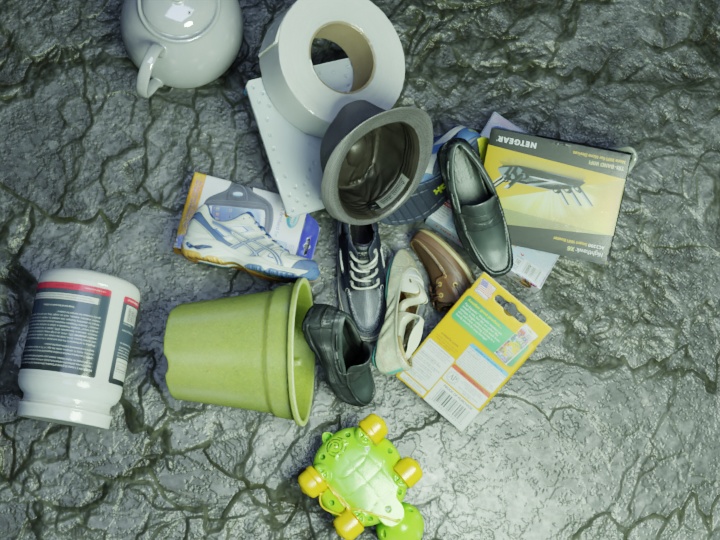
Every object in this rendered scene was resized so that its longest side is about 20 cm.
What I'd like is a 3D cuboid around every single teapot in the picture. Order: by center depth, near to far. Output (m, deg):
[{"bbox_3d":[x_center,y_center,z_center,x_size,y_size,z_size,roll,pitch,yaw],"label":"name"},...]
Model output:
[{"bbox_3d":[-0.265,-0.370,1.547,0.196,0.146,0.201,-22,82,-9],"label":"teapot"}]

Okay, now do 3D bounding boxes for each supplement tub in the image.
[{"bbox_3d":[-0.384,0.107,1.436,0.139,0.140,0.201,9,77,-3],"label":"supplement tub"}]

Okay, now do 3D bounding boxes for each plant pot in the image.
[{"bbox_3d":[-0.165,0.111,1.446,0.183,0.200,0.202,-1,78,6],"label":"plant pot"}]

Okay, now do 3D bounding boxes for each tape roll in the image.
[{"bbox_3d":[-0.040,-0.292,1.495,0.201,0.071,0.204,4,82,-27],"label":"tape roll"}]

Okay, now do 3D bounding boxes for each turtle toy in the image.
[{"bbox_3d":[0.012,0.301,1.453,0.146,0.101,0.200,-39,85,-10],"label":"turtle toy"}]

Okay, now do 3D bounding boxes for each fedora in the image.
[{"bbox_3d":[0.007,-0.160,1.434,0.176,0.201,0.090,-26,52,-19],"label":"fedora"}]

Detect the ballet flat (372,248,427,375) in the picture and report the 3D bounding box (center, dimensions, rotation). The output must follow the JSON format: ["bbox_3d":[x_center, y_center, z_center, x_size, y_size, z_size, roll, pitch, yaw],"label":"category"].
[{"bbox_3d":[0.068,0.059,1.510,0.062,0.067,0.201,-9,57,34],"label":"ballet flat"}]

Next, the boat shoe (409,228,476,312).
[{"bbox_3d":[0.134,0.029,1.538,0.067,0.072,0.200,-36,86,-13],"label":"boat shoe"}]

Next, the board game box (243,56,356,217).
[{"bbox_3d":[-0.053,-0.195,1.529,0.199,0.026,0.201,-19,91,-28],"label":"board game box"}]

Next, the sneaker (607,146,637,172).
[{"bbox_3d":[0.315,-0.131,1.539,0.199,0.089,0.074,-31,85,-8],"label":"sneaker"}]

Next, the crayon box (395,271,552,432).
[{"bbox_3d":[0.161,0.111,1.490,0.126,0.052,0.200,40,107,4],"label":"crayon box"}]

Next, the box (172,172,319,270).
[{"bbox_3d":[-0.162,-0.060,1.545,0.199,0.041,0.120,14,77,0],"label":"box"}]

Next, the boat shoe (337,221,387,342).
[{"bbox_3d":[0.000,0.000,1.519,0.074,0.093,0.201,-9,78,-5],"label":"boat shoe"}]

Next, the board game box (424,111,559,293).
[{"bbox_3d":[0.231,-0.103,1.590,0.199,0.041,0.200,33,77,2],"label":"board game box"}]

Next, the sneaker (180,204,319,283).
[{"bbox_3d":[-0.149,-0.039,1.485,0.199,0.075,0.089,15,78,-3],"label":"sneaker"}]

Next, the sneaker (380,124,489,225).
[{"bbox_3d":[0.098,-0.141,1.549,0.200,0.074,0.082,-34,48,-4],"label":"sneaker"}]

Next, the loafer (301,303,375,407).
[{"bbox_3d":[-0.016,0.123,1.448,0.070,0.201,0.068,6,51,30],"label":"loafer"}]

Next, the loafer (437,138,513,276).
[{"bbox_3d":[0.159,-0.084,1.448,0.068,0.070,0.201,-22,96,-2],"label":"loafer"}]

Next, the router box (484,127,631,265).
[{"bbox_3d":[0.268,-0.107,1.494,0.199,0.052,0.158,12,102,12],"label":"router box"}]
